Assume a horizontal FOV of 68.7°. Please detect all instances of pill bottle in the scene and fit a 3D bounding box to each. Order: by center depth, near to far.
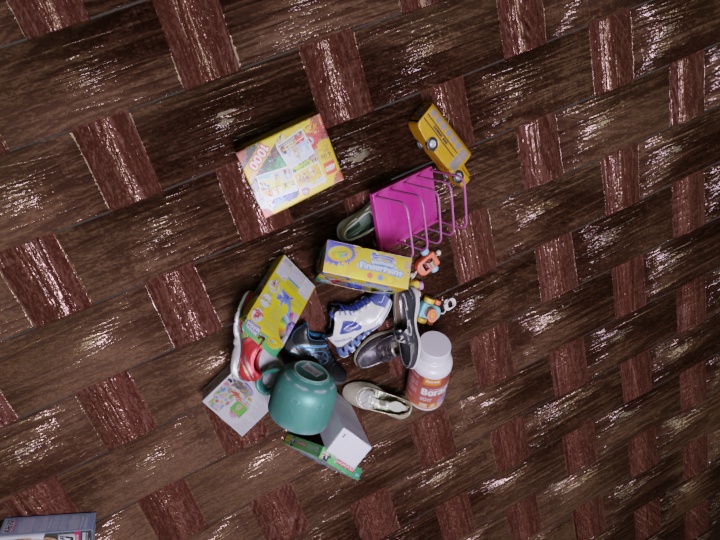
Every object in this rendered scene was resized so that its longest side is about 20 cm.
[{"bbox_3d":[0.179,0.259,1.369,0.108,0.114,0.205,-10,133,-15],"label":"pill bottle"}]

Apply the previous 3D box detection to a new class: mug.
[{"bbox_3d":[-0.142,0.278,1.210,0.179,0.153,0.118,13,108,-22],"label":"mug"}]

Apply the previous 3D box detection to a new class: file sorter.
[{"bbox_3d":[0.140,-0.134,1.213,0.196,0.124,0.144,-28,121,-31],"label":"file sorter"}]

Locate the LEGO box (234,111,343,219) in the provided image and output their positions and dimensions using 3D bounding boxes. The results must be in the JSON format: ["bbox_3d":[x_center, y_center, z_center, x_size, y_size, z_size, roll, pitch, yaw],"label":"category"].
[{"bbox_3d":[-0.155,-0.230,1.142,0.195,0.077,0.153,-27,114,-8],"label":"LEGO box"}]

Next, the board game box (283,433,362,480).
[{"bbox_3d":[-0.099,0.470,1.335,0.134,0.197,0.030,40,65,-24],"label":"board game box"}]

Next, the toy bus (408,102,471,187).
[{"bbox_3d":[0.195,-0.293,1.250,0.079,0.065,0.199,-47,116,-1],"label":"toy bus"}]

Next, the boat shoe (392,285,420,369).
[{"bbox_3d":[0.109,0.142,1.298,0.059,0.073,0.209,-4,99,-37],"label":"boat shoe"}]

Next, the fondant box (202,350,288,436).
[{"bbox_3d":[-0.267,0.280,1.286,0.199,0.058,0.145,-43,115,-3],"label":"fondant box"}]

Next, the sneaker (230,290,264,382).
[{"bbox_3d":[-0.245,0.151,1.210,0.081,0.077,0.209,3,86,6],"label":"sneaker"}]

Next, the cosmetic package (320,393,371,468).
[{"bbox_3d":[-0.054,0.383,1.314,0.101,0.200,0.072,41,93,-25],"label":"cosmetic package"}]

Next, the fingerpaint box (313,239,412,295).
[{"bbox_3d":[0.000,0.000,1.199,0.192,0.167,0.076,12,80,-11],"label":"fingerpaint box"}]

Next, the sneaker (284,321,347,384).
[{"bbox_3d":[-0.096,0.211,1.312,0.199,0.073,0.082,40,94,-26],"label":"sneaker"}]

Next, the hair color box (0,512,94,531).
[{"bbox_3d":[-0.735,0.638,1.242,0.192,0.061,0.103,5,106,-20],"label":"hair color box"}]

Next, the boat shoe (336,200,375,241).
[{"bbox_3d":[0.033,-0.127,1.249,0.197,0.062,0.073,-36,116,-6],"label":"boat shoe"}]

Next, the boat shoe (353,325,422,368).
[{"bbox_3d":[0.075,0.198,1.371,0.194,0.065,0.074,-25,112,-11],"label":"boat shoe"}]

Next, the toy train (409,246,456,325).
[{"bbox_3d":[0.181,0.052,1.365,0.148,0.056,0.204,-33,115,-6],"label":"toy train"}]

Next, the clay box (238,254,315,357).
[{"bbox_3d":[-0.192,0.082,1.194,0.115,0.047,0.204,46,55,-27],"label":"clay box"}]

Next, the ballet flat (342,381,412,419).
[{"bbox_3d":[0.048,0.342,1.387,0.193,0.070,0.072,17,103,-8],"label":"ballet flat"}]

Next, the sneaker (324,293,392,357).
[{"bbox_3d":[-0.019,0.110,1.302,0.115,0.081,0.200,40,93,-28],"label":"sneaker"}]
